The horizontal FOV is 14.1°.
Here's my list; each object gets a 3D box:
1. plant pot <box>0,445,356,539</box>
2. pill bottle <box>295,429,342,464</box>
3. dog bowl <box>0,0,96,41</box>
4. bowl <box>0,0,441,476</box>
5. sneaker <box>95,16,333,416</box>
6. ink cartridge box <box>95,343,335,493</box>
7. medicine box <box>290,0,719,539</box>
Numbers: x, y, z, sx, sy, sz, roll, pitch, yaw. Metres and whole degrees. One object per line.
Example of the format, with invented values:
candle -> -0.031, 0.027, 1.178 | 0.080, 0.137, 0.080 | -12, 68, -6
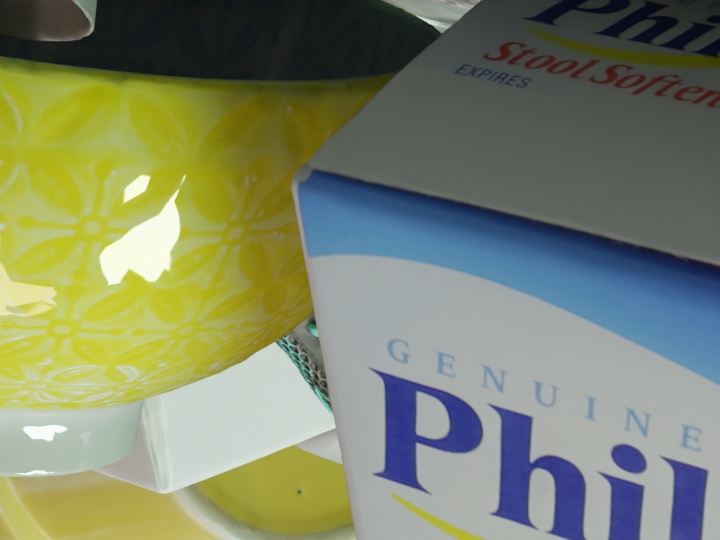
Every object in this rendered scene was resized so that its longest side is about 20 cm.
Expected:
plant pot -> -0.057, 0.044, 1.173 | 0.200, 0.202, 0.189 | 20, 171, -22
pill bottle -> 0.072, 0.037, 1.067 | 0.199, 0.114, 0.114 | 21, 175, -33
dog bowl -> -0.134, -0.101, 0.522 | 0.199, 0.059, 0.200 | 18, 175, 2
bowl -> -0.083, -0.016, 0.676 | 0.199, 0.108, 0.200 | 8, -166, -2
sneaker -> 0.000, 0.000, 0.815 | 0.200, 0.078, 0.091 | 45, -179, -37
ink cartridge box -> -0.072, -0.004, 0.955 | 0.145, 0.085, 0.199 | -20, -159, -35
medicine box -> 0.098, 0.055, 0.584 | 0.181, 0.103, 0.201 | 15, 131, 33
